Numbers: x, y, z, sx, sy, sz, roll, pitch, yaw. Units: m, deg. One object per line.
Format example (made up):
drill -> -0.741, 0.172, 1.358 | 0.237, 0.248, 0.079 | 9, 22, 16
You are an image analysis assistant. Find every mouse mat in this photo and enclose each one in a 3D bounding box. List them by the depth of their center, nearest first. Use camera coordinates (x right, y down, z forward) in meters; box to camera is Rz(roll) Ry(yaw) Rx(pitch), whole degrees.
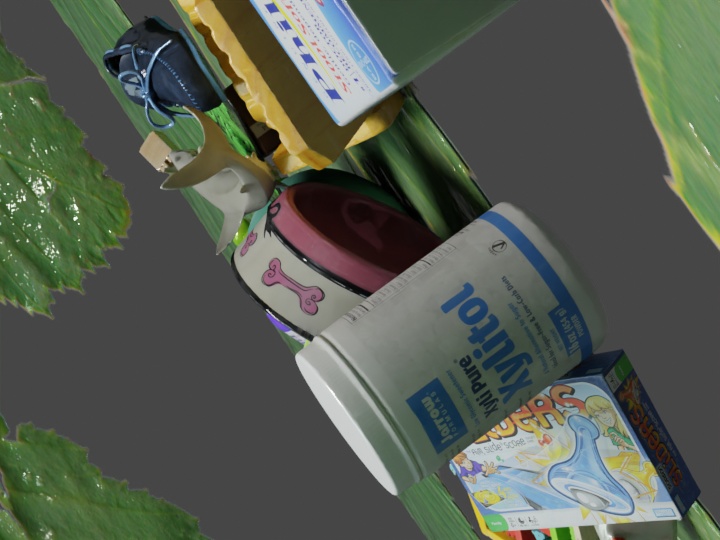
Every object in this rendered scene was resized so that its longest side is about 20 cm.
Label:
mouse mat -> -0.128, -0.136, 1.500 | 0.200, 0.008, 0.161 | 44, 166, 48

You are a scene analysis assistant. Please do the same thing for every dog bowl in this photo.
dog bowl -> 0.000, 0.000, 1.338 | 0.199, 0.074, 0.200 | 24, -162, -8

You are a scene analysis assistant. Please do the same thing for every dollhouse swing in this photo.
dollhouse swing -> -0.091, -0.157, 1.254 | 0.181, 0.176, 0.201 | -20, 111, 42

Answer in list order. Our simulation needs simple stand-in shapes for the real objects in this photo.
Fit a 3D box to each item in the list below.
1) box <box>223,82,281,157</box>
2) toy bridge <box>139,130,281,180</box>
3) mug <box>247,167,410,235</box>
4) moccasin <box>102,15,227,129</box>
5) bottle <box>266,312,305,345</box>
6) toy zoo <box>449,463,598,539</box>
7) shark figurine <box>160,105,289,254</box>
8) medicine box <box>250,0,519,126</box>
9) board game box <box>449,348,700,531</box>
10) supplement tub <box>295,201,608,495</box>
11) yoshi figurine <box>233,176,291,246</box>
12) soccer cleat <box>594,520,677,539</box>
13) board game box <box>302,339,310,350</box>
box -> -0.078, -0.153, 1.513 | 0.075, 0.100, 0.200 | 55, 171, -8
toy bridge -> -0.130, -0.094, 1.608 | 0.067, 0.027, 0.200 | 44, -164, 24
mug -> -0.005, -0.015, 1.566 | 0.114, 0.184, 0.153 | -148, 56, -67
moccasin -> -0.165, -0.157, 1.377 | 0.081, 0.068, 0.200 | 61, 170, -21
bottle -> 0.015, 0.065, 1.481 | 0.200, 0.066, 0.083 | 34, 147, -17
toy zoo -> 0.150, 0.215, 1.545 | 0.200, 0.020, 0.132 | 26, 137, 53
shark figurine -> -0.107, -0.059, 1.354 | 0.128, 0.090, 0.214 | 26, 176, -6
medicine box -> -0.010, -0.196, 0.986 | 0.183, 0.103, 0.200 | 55, 170, -4
board game box -> 0.150, 0.137, 1.296 | 0.199, 0.034, 0.136 | -15, 112, 47
supplement tub -> 0.068, 0.055, 1.208 | 0.132, 0.200, 0.132 | 51, 171, 12
yoshi figurine -> -0.041, -0.040, 1.671 | 0.112, 0.113, 0.199 | -7, 169, 37
soccer cleat -> 0.205, 0.165, 1.367 | 0.201, 0.069, 0.078 | 62, 178, -20
board game box -> 0.046, 0.095, 1.400 | 0.199, 0.030, 0.096 | 31, 145, 8
